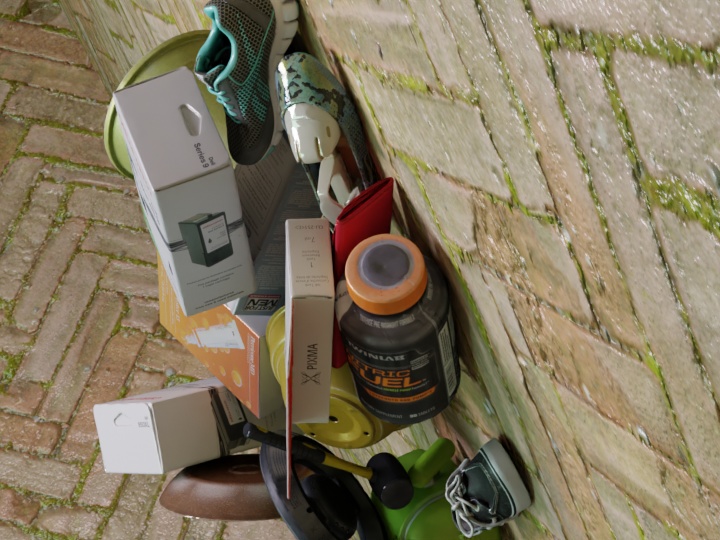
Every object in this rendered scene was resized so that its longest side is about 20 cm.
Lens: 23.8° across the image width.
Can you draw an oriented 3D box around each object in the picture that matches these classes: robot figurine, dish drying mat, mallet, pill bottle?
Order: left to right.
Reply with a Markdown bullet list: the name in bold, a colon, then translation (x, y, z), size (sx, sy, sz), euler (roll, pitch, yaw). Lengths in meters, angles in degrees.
- **mallet**: translation (-0.030, 0.201, 1.776), size (0.199, 0.041, 0.066), euler (20, -165, -32)
- **dish drying mat**: translation (-0.002, 0.004, 1.588), size (0.018, 0.077, 0.201), euler (33, 144, 26)
- **pill bottle**: translation (0.033, 0.050, 1.558), size (0.107, 0.106, 0.201), euler (57, 169, 33)
- **robot figurine**: translation (0.082, 0.275, 1.885), size (0.200, 0.115, 0.177), euler (-134, 28, -61)

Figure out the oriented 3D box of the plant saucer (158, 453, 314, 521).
- **plant saucer**: translation (-0.127, 0.238, 1.909), size (0.200, 0.198, 0.037), euler (-156, 64, -76)

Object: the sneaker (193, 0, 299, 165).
- **sneaker**: translation (-0.119, -0.185, 1.608), size (0.078, 0.091, 0.201), euler (42, 138, 38)

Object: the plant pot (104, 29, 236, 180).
- **plant pot**: translation (-0.153, -0.135, 1.904), size (0.184, 0.200, 0.201), euler (43, 161, 33)

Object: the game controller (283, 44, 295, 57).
- **game controller**: translation (-0.058, -0.179, 1.670), size (0.201, 0.042, 0.104), euler (61, -175, 15)

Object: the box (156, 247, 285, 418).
- **box**: translation (-0.134, 0.047, 1.909), size (0.200, 0.097, 0.125), euler (39, 141, 36)

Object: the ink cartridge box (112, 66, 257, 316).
- **ink cartridge box**: translation (-0.173, -0.078, 1.692), size (0.201, 0.083, 0.147), euler (83, 164, -52)

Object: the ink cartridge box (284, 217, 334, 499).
- **ink cartridge box**: translation (-0.048, 0.083, 1.565), size (0.201, 0.044, 0.177), euler (93, 175, -52)

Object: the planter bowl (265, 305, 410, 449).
- **planter bowl**: translation (-0.017, 0.124, 1.751), size (0.201, 0.198, 0.084), euler (73, -150, -46)

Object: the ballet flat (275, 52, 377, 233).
- **ballet flat**: translation (-0.028, -0.104, 1.562), size (0.201, 0.074, 0.074), euler (62, 173, -34)

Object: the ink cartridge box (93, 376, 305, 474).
- **ink cartridge box**: translation (-0.186, 0.173, 1.966), size (0.144, 0.199, 0.085), euler (-10, 91, 54)

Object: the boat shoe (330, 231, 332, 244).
- **boat shoe**: translation (0.000, 0.000, 1.726), size (0.200, 0.064, 0.072), euler (46, 158, 58)

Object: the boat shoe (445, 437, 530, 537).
- **boat shoe**: translation (0.117, 0.220, 1.676), size (0.074, 0.068, 0.199), euler (61, 170, 12)

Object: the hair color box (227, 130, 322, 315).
- **hair color box**: translation (-0.095, -0.061, 1.781), size (0.099, 0.060, 0.201), euler (55, 131, 41)

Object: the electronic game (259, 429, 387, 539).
- **electronic game**: translation (-0.037, 0.254, 1.816), size (0.200, 0.042, 0.200), euler (47, -164, -18)
